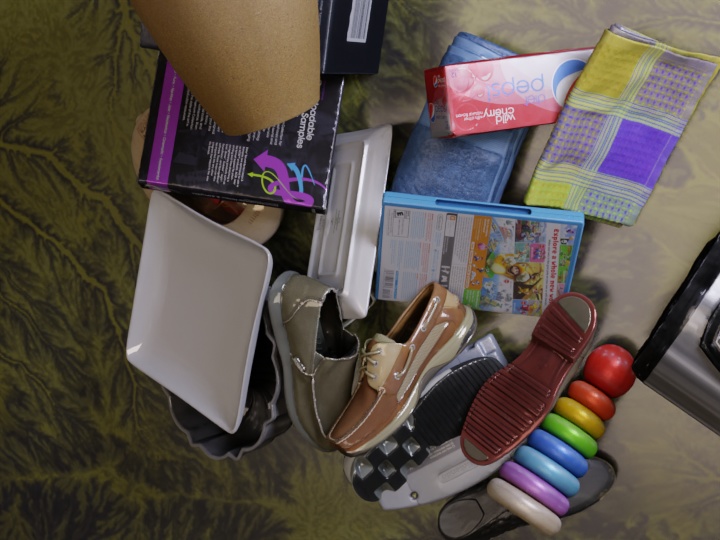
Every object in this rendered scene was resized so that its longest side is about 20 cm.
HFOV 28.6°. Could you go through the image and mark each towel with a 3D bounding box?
[{"bbox_3d":[0.107,-0.130,1.429,0.110,0.049,0.202,21,96,-11],"label":"towel"},{"bbox_3d":[0.253,-0.136,1.368,0.142,0.023,0.202,13,117,-29],"label":"towel"}]

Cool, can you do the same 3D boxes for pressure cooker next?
[{"bbox_3d":[0.381,0.078,1.340,0.199,0.179,0.177,35,137,9],"label":"pressure cooker"}]

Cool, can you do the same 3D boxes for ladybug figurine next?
[{"bbox_3d":[-0.161,-0.107,1.529,0.200,0.072,0.136,42,106,7],"label":"ladybug figurine"}]

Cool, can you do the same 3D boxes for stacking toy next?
[{"bbox_3d":[0.212,0.162,1.432,0.085,0.085,0.201,31,84,10],"label":"stacking toy"}]

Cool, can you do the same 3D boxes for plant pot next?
[{"bbox_3d":[-0.112,-0.229,1.244,0.184,0.187,0.202,-13,107,18],"label":"plant pot"}]

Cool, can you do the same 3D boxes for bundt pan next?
[{"bbox_3d":[-0.129,0.099,1.520,0.200,0.075,0.205,5,97,44],"label":"bundt pan"}]

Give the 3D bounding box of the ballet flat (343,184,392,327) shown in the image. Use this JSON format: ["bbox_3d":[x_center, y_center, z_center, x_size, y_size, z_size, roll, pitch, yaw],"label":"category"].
[{"bbox_3d":[0.000,0.000,1.503,0.065,0.071,0.201,36,115,1],"label":"ballet flat"}]

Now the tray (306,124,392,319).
[{"bbox_3d":[-0.019,-0.051,1.460,0.107,0.022,0.203,-5,74,53],"label":"tray"}]

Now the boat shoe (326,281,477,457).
[{"bbox_3d":[0.031,0.095,1.422,0.200,0.075,0.074,-49,112,-17],"label":"boat shoe"}]

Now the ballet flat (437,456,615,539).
[{"bbox_3d":[0.174,0.239,1.496,0.198,0.057,0.067,-19,78,12],"label":"ballet flat"}]

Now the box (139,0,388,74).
[{"bbox_3d":[-0.090,-0.269,1.417,0.194,0.200,0.126,12,101,15],"label":"box"}]

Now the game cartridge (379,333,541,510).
[{"bbox_3d":[0.087,0.171,1.513,0.199,0.042,0.134,-29,93,18],"label":"game cartridge"}]

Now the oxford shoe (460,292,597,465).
[{"bbox_3d":[0.178,0.118,1.434,0.070,0.075,0.201,40,91,23],"label":"oxford shoe"}]

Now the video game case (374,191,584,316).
[{"bbox_3d":[0.116,-0.013,1.422,0.197,0.018,0.144,6,137,2],"label":"video game case"}]

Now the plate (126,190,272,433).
[{"bbox_3d":[-0.166,0.039,1.477,0.199,0.032,0.202,27,113,40],"label":"plate"}]

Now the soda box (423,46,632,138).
[{"bbox_3d":[0.165,-0.175,1.375,0.197,0.063,0.071,-10,97,-16],"label":"soda box"}]

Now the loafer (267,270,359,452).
[{"bbox_3d":[-0.038,0.097,1.428,0.069,0.075,0.202,1,120,32],"label":"loafer"}]

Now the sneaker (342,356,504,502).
[{"bbox_3d":[0.059,0.147,1.465,0.199,0.089,0.074,-36,115,-5],"label":"sneaker"}]

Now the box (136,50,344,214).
[{"bbox_3d":[-0.122,-0.143,1.465,0.197,0.036,0.145,9,81,2],"label":"box"}]
